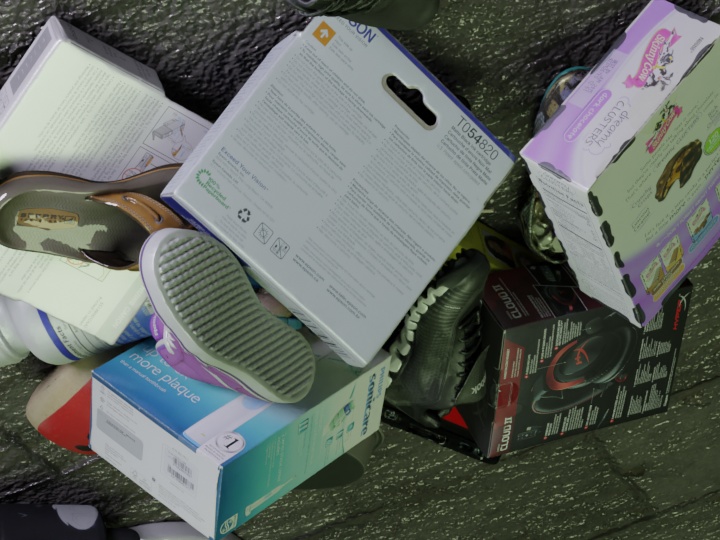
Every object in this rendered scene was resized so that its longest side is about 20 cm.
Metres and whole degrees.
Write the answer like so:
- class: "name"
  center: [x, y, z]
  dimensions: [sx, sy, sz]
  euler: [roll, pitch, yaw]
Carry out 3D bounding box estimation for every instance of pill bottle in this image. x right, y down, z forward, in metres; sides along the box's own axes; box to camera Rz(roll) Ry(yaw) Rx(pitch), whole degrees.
- class: "pill bottle"
  center: [-0.213, 0.009, 1.493]
  dimensions: [0.199, 0.112, 0.112]
  euler: [-18, 143, 11]

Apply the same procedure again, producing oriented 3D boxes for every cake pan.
- class: "cake pan"
  center: [-0.079, 0.159, 1.739]
  dimensions: [0.200, 0.037, 0.200]
  euler: [5, 157, 2]

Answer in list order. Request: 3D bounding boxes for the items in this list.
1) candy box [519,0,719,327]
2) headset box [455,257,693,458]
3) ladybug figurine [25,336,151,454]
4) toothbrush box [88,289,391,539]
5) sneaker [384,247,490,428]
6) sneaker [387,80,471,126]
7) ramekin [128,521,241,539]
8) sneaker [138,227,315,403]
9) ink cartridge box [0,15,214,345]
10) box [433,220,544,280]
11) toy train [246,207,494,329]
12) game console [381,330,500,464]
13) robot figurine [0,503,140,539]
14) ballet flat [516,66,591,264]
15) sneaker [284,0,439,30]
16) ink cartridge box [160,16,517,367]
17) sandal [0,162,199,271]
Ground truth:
- class: "candy box"
  center: [0.222, -0.080, 1.452]
  dimensions: [0.168, 0.071, 0.200]
  euler: [-48, 144, -12]
- class: "headset box"
  center: [0.170, 0.067, 1.610]
  dimensions: [0.199, 0.075, 0.149]
  euler: [-13, 132, -19]
- class: "ladybug figurine"
  center: [-0.211, 0.104, 1.607]
  dimensions: [0.136, 0.072, 0.200]
  euler: [-27, 170, -26]
- class: "toothbrush box"
  center: [-0.095, 0.104, 1.510]
  dimensions: [0.200, 0.146, 0.085]
  euler: [-29, 141, -40]
- class: "sneaker"
  center: [0.074, 0.060, 1.519]
  dimensions: [0.090, 0.066, 0.200]
  euler: [39, 138, 8]
- class: "sneaker"
  center: [-0.007, -0.111, 1.438]
  dimensions: [0.199, 0.078, 0.090]
  euler: [1, 122, -17]
- class: "ramekin"
  center: [-0.205, 0.355, 1.965]
  dimensions: [0.200, 0.105, 0.200]
  euler: [-7, 143, -6]
- class: "sneaker"
  center: [-0.128, 0.035, 1.376]
  dimensions: [0.114, 0.073, 0.201]
  euler: [9, 151, 35]
- class: "ink cartridge box"
  center: [-0.204, -0.061, 1.389]
  dimensions: [0.176, 0.045, 0.200]
  euler: [28, 109, -31]
- class: "box"
  center: [0.077, -0.007, 1.597]
  dimensions: [0.075, 0.050, 0.200]
  euler: [-35, 139, 27]
- class: "toy train"
  center: [0.000, 0.000, 1.476]
  dimensions: [0.199, 0.116, 0.085]
  euler: [5, -179, 14]
- class: "game console"
  center: [0.061, 0.089, 1.707]
  dimensions: [0.200, 0.172, 0.119]
  euler: [26, 89, -39]
- class: "robot figurine"
  center: [-0.315, 0.290, 1.830]
  dimensions: [0.199, 0.125, 0.151]
  euler: [4, 123, -19]
- class: "ballet flat"
  center: [0.170, -0.074, 1.518]
  dimensions: [0.072, 0.072, 0.201]
  euler: [-4, 143, -9]
- class: "sneaker"
  center: [-0.022, -0.200, 1.278]
  dimensions: [0.200, 0.091, 0.076]
  euler: [19, 124, -37]
- class: "ink cartridge box"
  center: [-0.012, -0.068, 1.377]
  dimensions: [0.200, 0.200, 0.041]
  euler: [43, 165, -19]
- class: "sandal"
  center: [-0.169, -0.034, 1.357]
  dimensions: [0.199, 0.055, 0.082]
  euler: [3, 121, -20]
